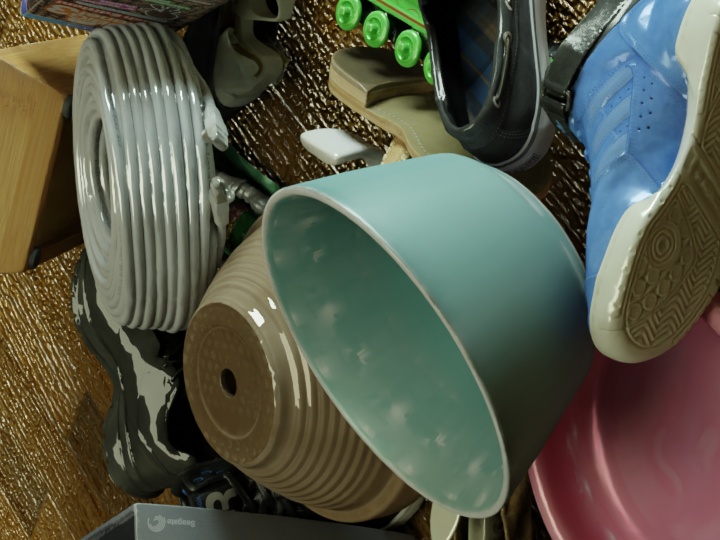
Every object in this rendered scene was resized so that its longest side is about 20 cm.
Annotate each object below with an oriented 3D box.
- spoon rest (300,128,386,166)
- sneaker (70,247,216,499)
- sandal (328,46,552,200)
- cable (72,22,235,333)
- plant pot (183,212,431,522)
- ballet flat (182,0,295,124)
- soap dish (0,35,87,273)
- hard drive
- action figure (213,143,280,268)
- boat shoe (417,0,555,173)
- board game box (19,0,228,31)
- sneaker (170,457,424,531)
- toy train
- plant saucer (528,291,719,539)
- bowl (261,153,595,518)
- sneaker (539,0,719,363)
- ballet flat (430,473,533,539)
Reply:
[{"bbox_3d":[0.000,0.000,1.326,0.099,0.060,0.201,37,139,44],"label":"spoon rest"},{"bbox_3d":[-0.149,0.063,1.527,0.091,0.076,0.201,-14,90,42],"label":"sneaker"},{"bbox_3d":[0.044,-0.061,1.233,0.212,0.077,0.070,45,137,49],"label":"sandal"},{"bbox_3d":[-0.139,-0.057,1.336,0.200,0.069,0.201,-113,23,-45],"label":"cable"},{"bbox_3d":[-0.041,0.058,1.248,0.200,0.092,0.202,17,112,50],"label":"plant pot"},{"bbox_3d":[-0.075,-0.165,1.366,0.073,0.073,0.201,41,125,40],"label":"ballet flat"},{"bbox_3d":[-0.230,-0.082,1.486,0.081,0.200,0.158,17,103,8],"label":"soap dish"},{"bbox_3d":[-0.079,0.192,1.341,0.135,0.199,0.043,-35,51,52],"label":"hard drive"},{"bbox_3d":[-0.097,-0.043,1.439,0.200,0.055,0.119,36,123,38],"label":"action figure"},{"bbox_3d":[0.059,-0.150,1.152,0.070,0.066,0.201,-20,63,34],"label":"boat shoe"},{"bbox_3d":[-0.137,-0.243,1.327,0.200,0.096,0.160,173,107,-69],"label":"board game box"},{"bbox_3d":[-0.051,0.150,1.370,0.200,0.112,0.073,-18,85,53],"label":"sneaker"},{"bbox_3d":[0.055,-0.137,1.225,0.200,0.042,0.057,37,116,43],"label":"toy train"},{"bbox_3d":[0.170,0.095,1.116,0.200,0.051,0.202,18,113,50],"label":"plant saucer"},{"bbox_3d":[0.048,0.019,1.101,0.201,0.105,0.201,44,154,28],"label":"bowl"},{"bbox_3d":[0.136,-0.056,1.070,0.111,0.077,0.201,13,86,50],"label":"sneaker"},{"bbox_3d":[0.073,0.174,1.244,0.068,0.072,0.201,10,106,49],"label":"ballet flat"}]
